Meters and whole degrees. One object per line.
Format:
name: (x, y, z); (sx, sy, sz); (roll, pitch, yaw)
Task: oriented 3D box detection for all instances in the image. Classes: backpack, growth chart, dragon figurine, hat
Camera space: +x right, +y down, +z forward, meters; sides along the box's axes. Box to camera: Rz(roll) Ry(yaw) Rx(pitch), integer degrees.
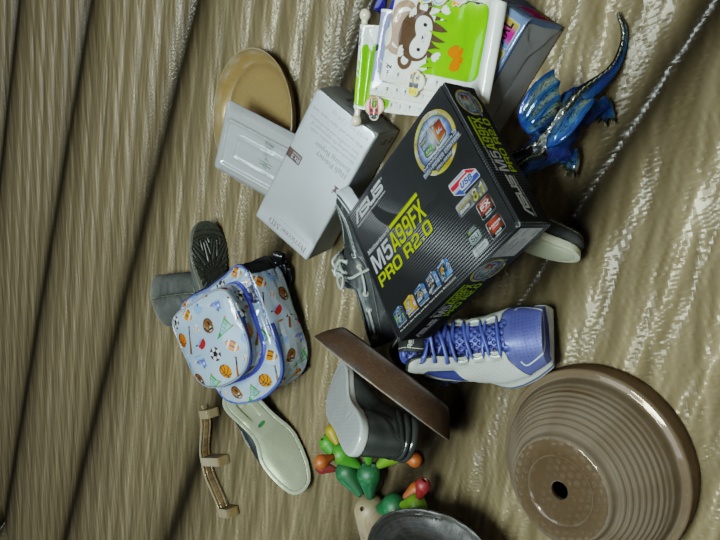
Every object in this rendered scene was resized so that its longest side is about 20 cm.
backpack: (-0.172, 0.098, 0.974); (0.198, 0.154, 0.193); (-28, 92, 37)
growth chart: (0.064, -0.225, 0.674); (0.198, 0.018, 0.148); (12, 105, 43)
dragon figurine: (0.187, -0.144, 0.605); (0.059, 0.099, 0.202); (46, 117, 29)
hat: (0.097, 0.363, 0.789); (0.197, 0.081, 0.205); (7, 106, 24)

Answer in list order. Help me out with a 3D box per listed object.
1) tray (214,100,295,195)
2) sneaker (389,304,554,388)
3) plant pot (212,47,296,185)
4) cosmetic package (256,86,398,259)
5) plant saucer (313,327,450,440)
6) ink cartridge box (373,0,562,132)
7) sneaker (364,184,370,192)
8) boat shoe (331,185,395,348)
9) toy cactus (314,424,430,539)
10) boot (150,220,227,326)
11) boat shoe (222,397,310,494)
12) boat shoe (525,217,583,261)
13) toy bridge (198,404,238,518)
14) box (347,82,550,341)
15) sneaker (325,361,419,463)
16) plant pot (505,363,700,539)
tray: (-0.131, -0.155, 0.935); (0.198, 0.022, 0.109); (29, 118, 18)
sneaker: (0.104, 0.085, 0.708); (0.198, 0.114, 0.082); (-18, 65, 44)
plant pot: (-0.159, -0.231, 0.989); (0.198, 0.027, 0.204); (9, 102, 44)
cosmetic package: (-0.047, -0.124, 0.842); (0.101, 0.074, 0.202); (39, 119, 13)
plant saucer: (0.032, 0.126, 0.771); (0.199, 0.200, 0.035); (33, 84, 36)
ink cartridge box: (0.095, -0.253, 0.703); (0.201, 0.076, 0.138); (50, 127, 29)
sneaker: (0.067, -0.040, 0.775); (0.201, 0.078, 0.076); (57, 173, 37)
boat shoe: (0.000, 0.000, 0.800); (0.074, 0.067, 0.202); (-125, 13, -70)
toy cactus: (0.010, 0.300, 0.875); (0.197, 0.102, 0.168); (13, 116, 33)
boot: (-0.309, 0.011, 1.156); (0.198, 0.072, 0.186); (-1, 94, 51)
boat shoe: (-0.145, 0.271, 1.043); (0.200, 0.071, 0.068); (48, 163, 20)
boat shoe: (0.145, -0.072, 0.679); (0.198, 0.072, 0.068); (31, 85, 29)
toy bridge: (-0.268, 0.347, 1.189); (0.067, 0.027, 0.204); (-15, 86, 46)
box: (0.073, -0.049, 0.636); (0.200, 0.044, 0.162); (-49, 54, 44)
sneaker: (0.016, 0.188, 0.852); (0.072, 0.098, 0.200); (-66, 18, 12)
plant pot: (0.218, 0.203, 0.644); (0.199, 0.092, 0.205); (10, 105, 43)
